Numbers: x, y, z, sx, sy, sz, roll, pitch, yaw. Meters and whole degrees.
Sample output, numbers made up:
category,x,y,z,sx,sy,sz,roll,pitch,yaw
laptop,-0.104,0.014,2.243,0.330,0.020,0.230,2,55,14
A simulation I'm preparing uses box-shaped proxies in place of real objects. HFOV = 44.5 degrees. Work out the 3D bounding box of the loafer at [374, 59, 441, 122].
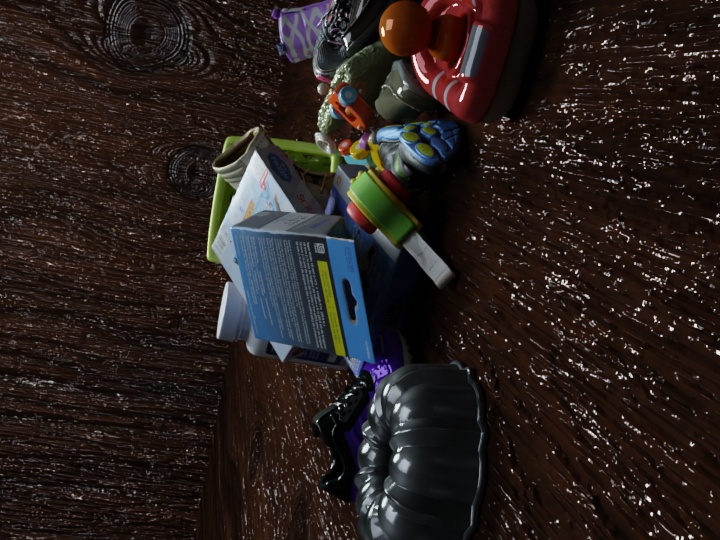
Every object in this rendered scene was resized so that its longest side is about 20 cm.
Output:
category,x,y,z,sx,sy,sz,roll,pitch,yaw
loafer,0.060,-0.204,1.049,0.070,0.074,0.200,-62,6,12

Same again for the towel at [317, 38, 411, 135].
category,x,y,z,sx,sy,sz,roll,pitch,yaw
towel,0.008,-0.268,1.233,0.148,0.037,0.200,-37,-4,-19

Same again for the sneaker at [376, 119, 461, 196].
category,x,y,z,sx,sy,sz,roll,pitch,yaw
sneaker,0.069,-0.127,1.007,0.200,0.070,0.084,-148,47,-74

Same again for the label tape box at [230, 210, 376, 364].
category,x,y,z,sx,sy,sz,roll,pitch,yaw
label tape box,-0.049,0.014,1.002,0.198,0.063,0.146,8,116,41

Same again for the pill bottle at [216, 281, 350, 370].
category,x,y,z,sx,sy,sz,roll,pitch,yaw
pill bottle,-0.102,0.074,1.268,0.111,0.197,0.113,-170,90,-77

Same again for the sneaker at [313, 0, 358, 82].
category,x,y,z,sx,sy,sz,roll,pitch,yaw
sneaker,-0.022,-0.362,1.233,0.203,0.080,0.075,-71,-19,-1

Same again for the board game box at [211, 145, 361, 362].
category,x,y,z,sx,sy,sz,roll,pitch,yaw
board game box,-0.103,-0.018,1.135,0.201,0.041,0.201,56,139,19

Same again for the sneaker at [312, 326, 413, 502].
category,x,y,z,sx,sy,sz,roll,pitch,yaw
sneaker,-0.002,0.159,0.979,0.069,0.098,0.203,178,101,-75

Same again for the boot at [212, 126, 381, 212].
category,x,y,z,sx,sy,sz,roll,pitch,yaw
boot,-0.086,-0.130,1.185,0.198,0.156,0.073,-19,36,29

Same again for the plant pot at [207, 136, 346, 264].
category,x,y,z,sx,sy,sz,roll,pitch,yaw
plant pot,-0.109,-0.090,1.404,0.181,0.197,0.202,22,-103,-74

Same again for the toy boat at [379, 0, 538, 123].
category,x,y,z,sx,sy,sz,roll,pitch,yaw
toy boat,0.080,-0.225,0.852,0.200,0.129,0.132,-113,35,-67

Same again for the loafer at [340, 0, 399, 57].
category,x,y,z,sx,sy,sz,roll,pitch,yaw
loafer,0.029,-0.377,1.183,0.201,0.071,0.073,-55,-3,-3

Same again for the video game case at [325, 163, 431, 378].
category,x,y,z,sx,sy,sz,roll,pitch,yaw
video game case,0.000,0.000,1.094,0.182,0.045,0.202,54,135,46

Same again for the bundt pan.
category,x,y,z,sx,sy,sz,roll,pitch,yaw
bundt pan,0.045,0.179,0.817,0.202,0.075,0.205,-170,90,-78

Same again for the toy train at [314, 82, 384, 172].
category,x,y,z,sx,sy,sz,roll,pitch,yaw
toy train,0.004,-0.190,1.194,0.056,0.150,0.200,-48,1,-14

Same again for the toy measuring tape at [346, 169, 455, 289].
category,x,y,z,sx,sy,sz,roll,pitch,yaw
toy measuring tape,0.034,-0.055,0.944,0.200,0.073,0.074,55,136,48

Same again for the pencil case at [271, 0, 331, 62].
category,x,y,z,sx,sy,sz,roll,pitch,yaw
pencil case,-0.031,-0.378,1.318,0.084,0.197,0.086,-92,-16,-58
